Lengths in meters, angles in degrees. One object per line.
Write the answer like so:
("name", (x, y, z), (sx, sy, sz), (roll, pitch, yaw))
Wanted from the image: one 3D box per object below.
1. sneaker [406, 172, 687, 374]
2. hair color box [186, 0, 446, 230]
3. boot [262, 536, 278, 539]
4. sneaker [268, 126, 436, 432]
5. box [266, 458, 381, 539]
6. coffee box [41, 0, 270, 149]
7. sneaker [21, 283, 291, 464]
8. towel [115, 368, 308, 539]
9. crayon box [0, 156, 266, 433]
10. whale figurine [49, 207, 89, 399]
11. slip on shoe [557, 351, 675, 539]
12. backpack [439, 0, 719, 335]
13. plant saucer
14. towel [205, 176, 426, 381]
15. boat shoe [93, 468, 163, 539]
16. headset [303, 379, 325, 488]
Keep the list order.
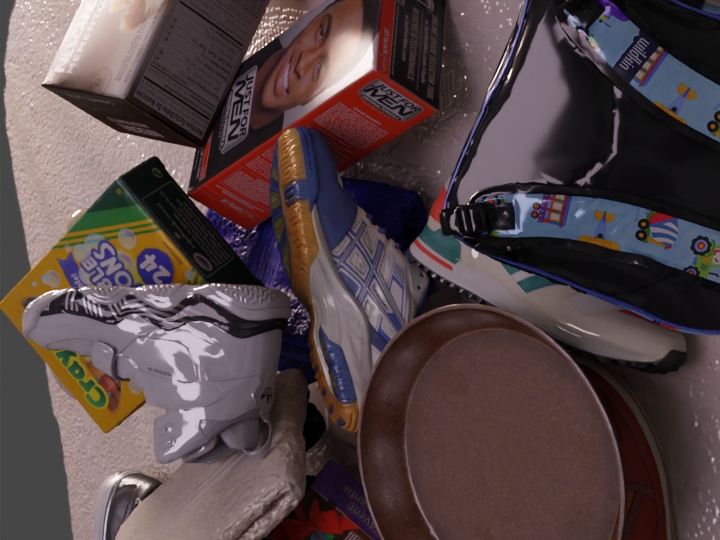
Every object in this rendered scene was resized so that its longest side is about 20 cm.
("sneaker", (0.121, -0.010, 1.052), (0.199, 0.070, 0.094), (29, 99, 36))
("hair color box", (-0.032, -0.117, 1.179), (0.199, 0.061, 0.102), (-30, 43, 40))
("boot", (-0.058, 0.284, 1.096), (0.145, 0.072, 0.200), (-64, 29, 16))
("sneaker", (0.000, 0.000, 1.122), (0.075, 0.088, 0.201), (167, 88, -75))
("box", (-0.023, 0.241, 1.201), (0.137, 0.039, 0.200), (38, 125, 2))
("coffee box", (-0.132, -0.199, 1.241), (0.114, 0.080, 0.201), (15, 78, 49))
("sneaker", (-0.139, 0.069, 1.135), (0.199, 0.075, 0.116), (-2, 83, 24))
("towel", (-0.103, 0.166, 1.159), (0.200, 0.034, 0.133), (-44, 23, 21))
("crayon box", (-0.174, 0.029, 1.236), (0.126, 0.052, 0.200), (49, 127, 1))
("whale figurine", (-0.178, 0.019, 1.337), (0.200, 0.103, 0.160), (-49, 57, 46))
("slip on shoe", (0.147, 0.147, 1.043), (0.074, 0.061, 0.201), (-22, 76, 47))
("backpack", (0.165, -0.068, 0.952), (0.199, 0.135, 0.184), (23, 104, 5))
("plant saucer", (0.082, 0.117, 1.030), (0.199, 0.034, 0.202), (8, 102, 41))
("towel", (-0.048, 0.000, 1.224), (0.199, 0.049, 0.149), (12, 86, 45))
("boat shoe", (-0.184, 0.264, 1.399), (0.056, 0.068, 0.202), (2, 92, 46))
("headset", (-0.060, 0.143, 1.238), (0.199, 0.094, 0.124), (-25, 74, 33))
